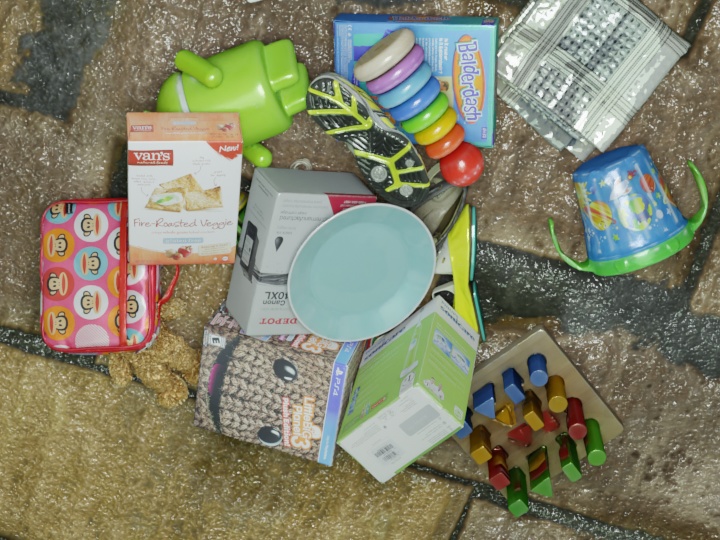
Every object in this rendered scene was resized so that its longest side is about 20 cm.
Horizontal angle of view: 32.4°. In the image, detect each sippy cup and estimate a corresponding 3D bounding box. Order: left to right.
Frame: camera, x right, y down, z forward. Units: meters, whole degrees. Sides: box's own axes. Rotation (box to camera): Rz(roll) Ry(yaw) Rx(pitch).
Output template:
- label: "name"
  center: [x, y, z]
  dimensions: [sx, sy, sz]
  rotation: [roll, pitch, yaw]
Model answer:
- label: "sippy cup"
  center: [0.328, -0.080, 1.541]
  dimensions: [0.177, 0.139, 0.132]
  rotation: [-29, 102, -26]

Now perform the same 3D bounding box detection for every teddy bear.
- label: "teddy bear"
  center: [-0.289, 0.101, 1.683]
  dimensions: [0.144, 0.067, 0.202]
  rotation: [-21, 111, 10]

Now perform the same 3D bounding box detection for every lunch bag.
- label: "lunch bag"
  center: [-0.321, 0.009, 1.601]
  dimensions: [0.174, 0.082, 0.203]
  rotation: [-1, 85, 2]

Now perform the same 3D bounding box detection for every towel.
- label: "towel"
  center: [0.267, -0.254, 1.513]
  dimensions: [0.192, 0.035, 0.200]
  rotation: [36, 111, -12]

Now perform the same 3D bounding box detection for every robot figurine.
- label: "robot figurine"
  center: [-0.160, -0.206, 1.513]
  dimensions: [0.198, 0.117, 0.176]
  rotation: [-20, 143, 10]

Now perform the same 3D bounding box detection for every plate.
- label: "plate"
  center: [0.000, 0.000, 1.556]
  dimensions: [0.198, 0.026, 0.202]
  rotation: [-12, 125, -16]

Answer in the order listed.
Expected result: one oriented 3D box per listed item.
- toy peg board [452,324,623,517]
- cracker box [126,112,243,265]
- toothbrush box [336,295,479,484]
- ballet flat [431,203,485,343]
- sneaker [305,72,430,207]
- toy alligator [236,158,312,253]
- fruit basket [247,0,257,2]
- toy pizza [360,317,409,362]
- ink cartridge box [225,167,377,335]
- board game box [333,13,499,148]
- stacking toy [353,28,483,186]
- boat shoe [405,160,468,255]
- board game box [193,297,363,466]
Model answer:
- label: "toy peg board"
  center: [0.228, 0.218, 1.689]
  dimensions: [0.199, 0.098, 0.200]
  rotation: [-36, 108, 17]
- label: "cracker box"
  center: [-0.213, -0.095, 1.489]
  dimensions: [0.132, 0.058, 0.201]
  rotation: [-2, 135, -11]
- label: "toothbrush box"
  center: [0.063, 0.147, 1.565]
  dimensions: [0.086, 0.201, 0.145]
  rotation: [42, 119, -16]
- label: "ballet flat"
  center: [0.125, 0.011, 1.622]
  dimensions: [0.066, 0.067, 0.202]
  rotation: [-3, 115, 8]
- label: "sneaker"
  center: [0.017, -0.163, 1.491]
  dimensions: [0.075, 0.077, 0.200]
  rotation: [-33, 110, 22]
- label: "toy alligator"
  center: [-0.139, -0.070, 1.606]
  dimensions: [0.200, 0.054, 0.059]
  rotation: [-41, 106, 18]
- label: "fruit basket"
  center: [-0.057, -0.420, 1.428]
  dimensions: [0.197, 0.094, 0.187]
  rotation: [-10, 113, 4]
- label: "toy pizza"
  center: [0.000, 0.135, 1.701]
  dimensions: [0.197, 0.032, 0.203]
  rotation: [1, 114, 3]
- label: "ink cartridge box"
  center: [-0.077, -0.021, 1.579]
  dimensions: [0.144, 0.083, 0.202]
  rotation: [0, 117, -30]
- label: "board game box"
  center: [0.068, -0.232, 1.516]
  dimensions: [0.197, 0.045, 0.154]
  rotation: [4, 114, 10]
- label: "stacking toy"
  center: [0.080, -0.183, 1.469]
  dimensions: [0.085, 0.086, 0.201]
  rotation: [-33, 108, 16]
- label: "boat shoe"
  center: [0.073, -0.052, 1.596]
  dimensions: [0.073, 0.065, 0.201]
  rotation: [26, 114, -10]
- label: "board game box"
  center: [-0.109, 0.145, 1.653]
  dimensions: [0.198, 0.097, 0.161]
  rotation: [14, 117, 9]
